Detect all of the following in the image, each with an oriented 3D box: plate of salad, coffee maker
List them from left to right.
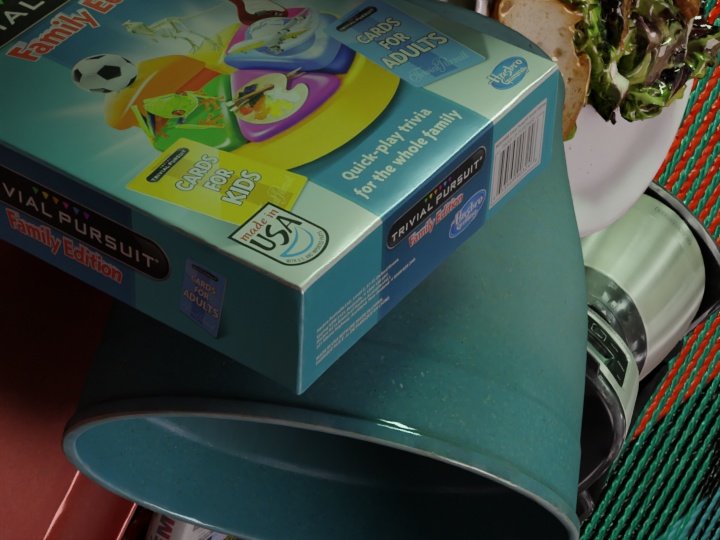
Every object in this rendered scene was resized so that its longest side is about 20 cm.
[{"bbox_3d":[0.091,0.064,1.246,0.200,0.134,0.193,-46,157,-55],"label":"coffee maker"},{"bbox_3d":[0.115,-0.112,1.082,0.200,0.048,0.201,-17,112,-51],"label":"plate of salad"}]

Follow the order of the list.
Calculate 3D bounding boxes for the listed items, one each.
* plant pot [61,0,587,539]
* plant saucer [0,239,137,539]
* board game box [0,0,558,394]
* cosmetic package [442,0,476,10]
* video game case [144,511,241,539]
[{"bbox_3d":[0.000,0.000,0.936,0.200,0.199,0.189,51,46,-63],"label":"plant pot"},{"bbox_3d":[-0.138,0.057,0.963,0.200,0.037,0.200,-64,155,-2],"label":"plant saucer"},{"bbox_3d":[-0.056,-0.055,0.824,0.151,0.200,0.047,-42,147,-40],"label":"board game box"},{"bbox_3d":[0.007,-0.135,1.023,0.105,0.071,0.200,-57,154,-17],"label":"cosmetic package"},{"bbox_3d":[-0.048,0.105,1.157,0.200,0.023,0.183,-33,147,-58],"label":"video game case"}]
